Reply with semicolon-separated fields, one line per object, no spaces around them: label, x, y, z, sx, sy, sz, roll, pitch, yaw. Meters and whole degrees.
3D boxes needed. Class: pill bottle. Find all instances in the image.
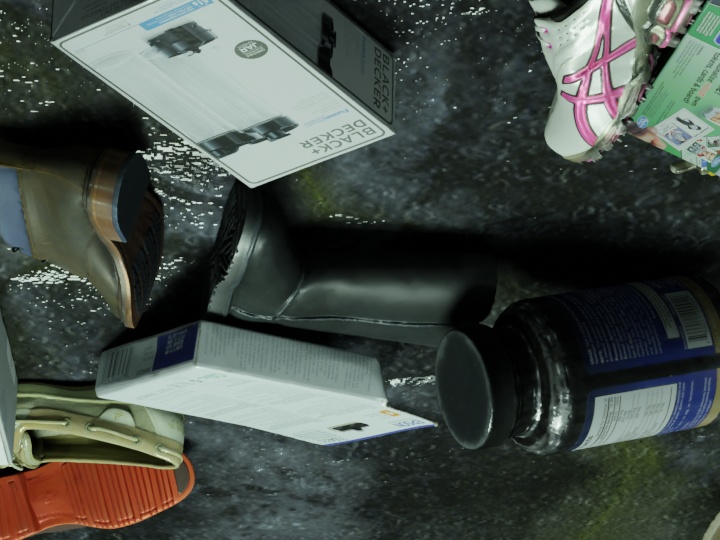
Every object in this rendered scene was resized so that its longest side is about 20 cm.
pill bottle;0.160;0.069;1.728;0.200;0.112;0.112;-8;155;-24

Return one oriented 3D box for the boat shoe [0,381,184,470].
boat shoe;-0.237;0.130;1.921;0.200;0.063;0.073;-2;150;2

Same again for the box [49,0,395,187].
box;-0.078;-0.133;1.469;0.116;0.060;0.200;-18;146;28

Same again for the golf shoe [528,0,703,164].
golf shoe;0.141;-0.143;1.460;0.092;0.073;0.200;21;141;-2

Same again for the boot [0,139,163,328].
boot;-0.190;-0.030;1.657;0.097;0.075;0.200;14;151;9

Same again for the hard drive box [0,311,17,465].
hard drive box;-0.363;0.082;1.819;0.199;0.077;0.156;0;151;-2

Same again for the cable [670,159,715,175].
cable;0.296;-0.101;1.566;0.199;0.050;0.097;-6;137;-3

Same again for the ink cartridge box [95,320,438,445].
ink cartridge box;-0.070;0.085;1.819;0.200;0.041;0.199;15;165;-25

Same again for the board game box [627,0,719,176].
board game box;0.250;-0.112;1.450;0.134;0.029;0.200;25;150;-2

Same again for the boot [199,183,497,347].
boot;0.000;0.000;1.697;0.199;0.066;0.165;8;158;-10

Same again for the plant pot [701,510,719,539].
plant pot;0.405;0.288;2.118;0.200;0.201;0.183;-12;160;19

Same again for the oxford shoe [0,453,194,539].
oxford shoe;-0.230;0.180;2.028;0.199;0.071;0.073;-10;178;10
